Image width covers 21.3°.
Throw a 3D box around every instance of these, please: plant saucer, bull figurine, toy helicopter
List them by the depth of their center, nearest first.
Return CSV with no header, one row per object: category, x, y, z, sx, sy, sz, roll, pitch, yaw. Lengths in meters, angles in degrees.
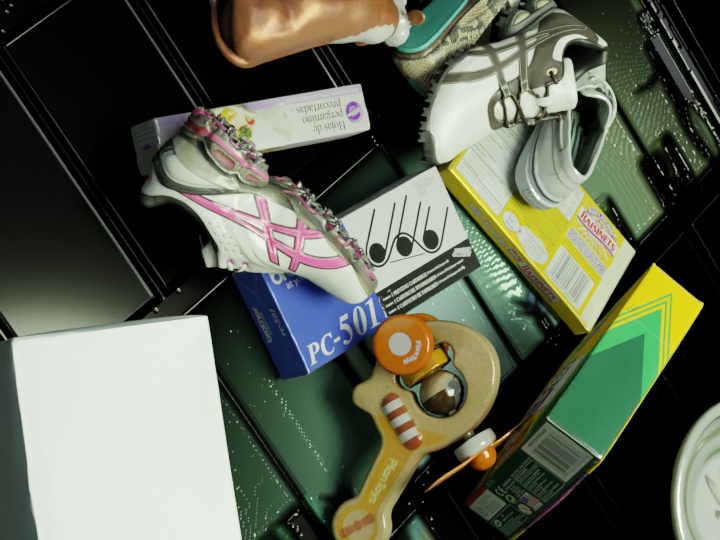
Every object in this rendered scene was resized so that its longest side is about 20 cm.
toy helicopter,0.045,0.136,1.491,0.132,0.079,0.201,29,96,12
bull figurine,-0.038,-0.224,1.529,0.199,0.065,0.122,-20,91,-37
plant saucer,0.342,0.215,1.739,0.199,0.050,0.202,6,80,-35

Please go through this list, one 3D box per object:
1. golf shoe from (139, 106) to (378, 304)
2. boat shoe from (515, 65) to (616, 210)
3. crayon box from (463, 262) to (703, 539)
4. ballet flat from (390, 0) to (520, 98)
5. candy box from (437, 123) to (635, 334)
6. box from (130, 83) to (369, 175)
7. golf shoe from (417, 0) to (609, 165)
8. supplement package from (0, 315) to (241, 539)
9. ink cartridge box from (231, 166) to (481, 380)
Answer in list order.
golf shoe,-0.075,-0.032,1.436,0.200,0.073,0.092,39,97,-21
boat shoe,0.192,-0.136,1.657,0.073,0.067,0.201,38,50,-28
crayon box,0.177,0.109,1.545,0.058,0.200,0.173,36,60,2
ballet flat,0.097,-0.225,1.635,0.200,0.068,0.075,-54,135,-23
candy box,0.154,-0.049,1.660,0.200,0.026,0.102,48,53,-20
box,-0.083,-0.110,1.492,0.199,0.041,0.039,-14,92,-37
golf shoe,0.127,-0.151,1.588,0.200,0.094,0.078,-46,146,-26
supplement package,-0.196,0.139,1.272,0.146,0.200,0.193,-7,87,-36
ink cartridge box,0.000,0.000,1.532,0.199,0.044,0.094,-30,98,-35
